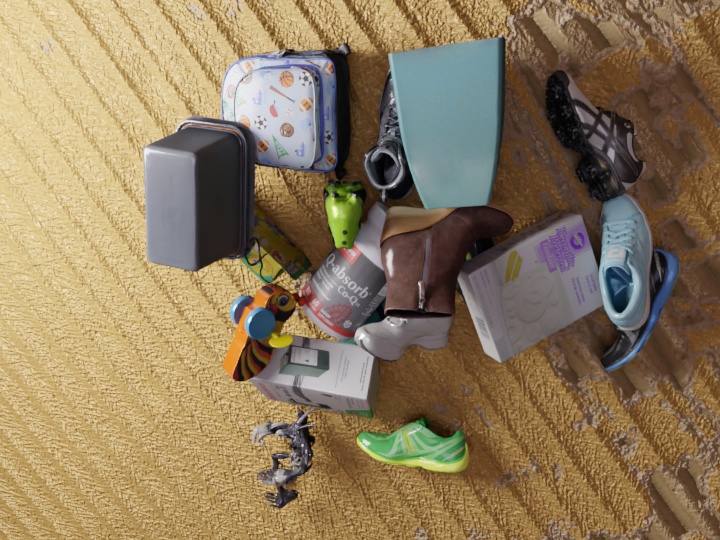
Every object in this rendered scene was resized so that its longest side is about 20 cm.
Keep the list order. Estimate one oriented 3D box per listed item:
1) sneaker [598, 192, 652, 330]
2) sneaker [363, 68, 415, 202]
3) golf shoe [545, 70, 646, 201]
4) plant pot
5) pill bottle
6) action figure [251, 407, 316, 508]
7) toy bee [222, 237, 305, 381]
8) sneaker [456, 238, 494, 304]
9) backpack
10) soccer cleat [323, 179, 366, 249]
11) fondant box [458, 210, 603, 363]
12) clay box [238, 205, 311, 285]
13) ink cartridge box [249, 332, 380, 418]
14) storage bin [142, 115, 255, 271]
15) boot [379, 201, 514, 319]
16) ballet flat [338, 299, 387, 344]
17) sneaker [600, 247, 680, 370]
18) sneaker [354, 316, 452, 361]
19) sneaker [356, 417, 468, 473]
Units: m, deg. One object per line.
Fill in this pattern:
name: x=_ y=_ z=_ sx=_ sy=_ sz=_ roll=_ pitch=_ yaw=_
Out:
sneaker: x=0.377 y=-0.021 z=0.847 sx=0.072 sy=0.081 sz=0.206 roll=-11 pitch=74 yaw=33
sneaker: x=0.052 y=-0.201 z=0.880 sx=0.073 sy=0.114 sz=0.206 roll=7 pitch=106 yaw=15
golf shoe: x=0.339 y=-0.205 z=0.857 sx=0.093 sy=0.078 sz=0.203 roll=-30 pitch=99 yaw=-1
plant pot: x=0.128 y=-0.194 z=0.795 sx=0.137 sy=0.141 sz=0.206 roll=-2 pitch=109 yaw=17
pill bottle: x=0.000 y=0.000 z=0.940 sx=0.115 sy=0.116 sz=0.201 roll=38 pitch=103 yaw=-1
action figure: x=-0.136 y=0.325 z=1.039 sx=0.099 sy=0.120 sz=0.204 roll=4 pitch=124 yaw=-24
toy bee: x=-0.132 y=0.068 z=0.886 sx=0.132 sy=0.107 sz=0.203 roll=53 pitch=124 yaw=39
sneaker: x=0.181 y=0.016 z=0.949 sx=0.081 sy=0.071 sz=0.205 roll=-2 pitch=108 yaw=44
backpack: x=-0.116 y=-0.237 z=0.894 sx=0.185 sy=0.154 sz=0.206 roll=8 pitch=109 yaw=19
soccer cleat: x=-0.025 y=-0.087 z=0.881 sx=0.065 sy=0.201 sz=0.083 roll=3 pitch=107 yaw=0
fondant box: x=0.255 y=0.022 z=0.885 sx=0.196 sy=0.058 sz=0.147 roll=-27 pitch=105 yaw=-10
clay box: x=-0.173 y=-0.054 z=0.962 sx=0.200 sy=0.115 sz=0.048 roll=45 pitch=108 yaw=-2
ink cartridge box: x=-0.071 y=0.173 z=0.976 sx=0.194 sy=0.147 sz=0.086 roll=8 pitch=66 yaw=9
storage bin: x=-0.239 y=-0.102 z=0.827 sx=0.142 sy=0.134 sz=0.206 roll=11 pitch=111 yaw=12
boot: x=0.124 y=-0.011 z=0.823 sx=0.194 sy=0.073 sz=0.170 roll=-1 pitch=61 yaw=1
ballet flat: x=0.048 y=0.079 z=0.984 sx=0.066 sy=0.067 sz=0.200 roll=34 pitch=108 yaw=-28
sneaker: x=0.415 y=0.059 z=0.910 sx=0.081 sy=0.070 sz=0.205 roll=25 pitch=111 yaw=27
sneaker: x=0.070 y=0.080 z=0.919 sx=0.074 sy=0.197 sz=0.089 roll=38 pitch=123 yaw=37
sneaker: x=0.091 y=0.297 z=1.031 sx=0.194 sy=0.074 sz=0.086 roll=3 pitch=80 yaw=13
